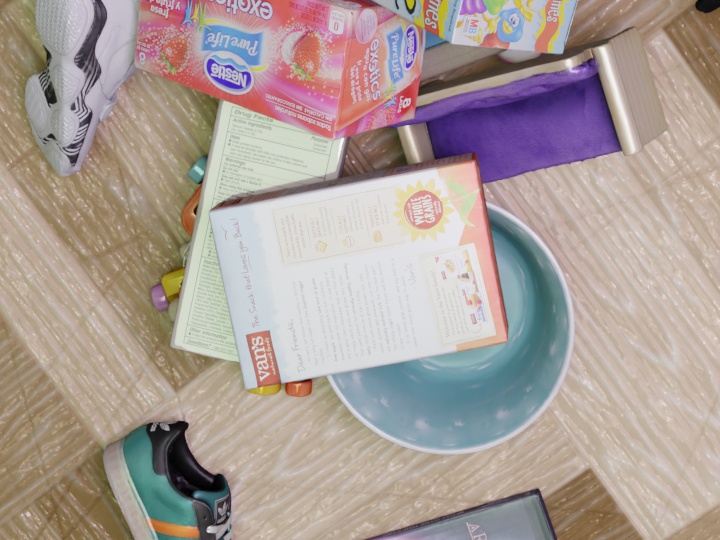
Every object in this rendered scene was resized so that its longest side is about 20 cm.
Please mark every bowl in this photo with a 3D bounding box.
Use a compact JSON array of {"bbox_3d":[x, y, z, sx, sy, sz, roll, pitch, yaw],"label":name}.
[{"bbox_3d":[0.069,0.030,1.371,0.198,0.105,0.203,2,103,9],"label":"bowl"}]

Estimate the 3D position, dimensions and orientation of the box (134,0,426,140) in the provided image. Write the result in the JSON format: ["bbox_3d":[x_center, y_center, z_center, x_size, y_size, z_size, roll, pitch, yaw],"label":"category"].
[{"bbox_3d":[-0.059,-0.173,1.288,0.199,0.102,0.096,22,115,32],"label":"box"}]

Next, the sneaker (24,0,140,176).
[{"bbox_3d":[-0.195,-0.159,1.385,0.075,0.114,0.201,53,147,29],"label":"sneaker"}]

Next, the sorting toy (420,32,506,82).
[{"bbox_3d":[0.000,-0.225,1.340,0.198,0.036,0.187,-17,99,26],"label":"sorting toy"}]

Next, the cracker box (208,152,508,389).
[{"bbox_3d":[0.000,0.000,1.286,0.198,0.058,0.136,-10,99,6],"label":"cracker box"}]

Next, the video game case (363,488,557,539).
[{"bbox_3d":[0.077,0.275,1.469,0.198,0.019,0.144,-18,99,14],"label":"video game case"}]

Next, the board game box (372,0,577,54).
[{"bbox_3d":[0.052,-0.231,1.198,0.200,0.102,0.106,36,118,45],"label":"board game box"}]

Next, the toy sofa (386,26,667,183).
[{"bbox_3d":[0.115,-0.109,1.299,0.199,0.097,0.084,-11,103,39],"label":"toy sofa"}]

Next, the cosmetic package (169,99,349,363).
[{"bbox_3d":[-0.074,-0.031,1.353,0.102,0.073,0.202,14,98,1],"label":"cosmetic package"}]

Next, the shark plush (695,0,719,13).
[{"bbox_3d":[0.307,-0.209,1.281,0.198,0.091,0.084,5,91,-5],"label":"shark plush"}]

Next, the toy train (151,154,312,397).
[{"bbox_3d":[-0.089,0.012,1.420,0.200,0.056,0.150,45,106,-2],"label":"toy train"}]

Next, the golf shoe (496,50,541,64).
[{"bbox_3d":[0.124,-0.249,1.308,0.074,0.092,0.202,8,107,7],"label":"golf shoe"}]

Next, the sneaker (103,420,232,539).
[{"bbox_3d":[-0.135,0.219,1.465,0.079,0.071,0.201,-26,96,18],"label":"sneaker"}]
